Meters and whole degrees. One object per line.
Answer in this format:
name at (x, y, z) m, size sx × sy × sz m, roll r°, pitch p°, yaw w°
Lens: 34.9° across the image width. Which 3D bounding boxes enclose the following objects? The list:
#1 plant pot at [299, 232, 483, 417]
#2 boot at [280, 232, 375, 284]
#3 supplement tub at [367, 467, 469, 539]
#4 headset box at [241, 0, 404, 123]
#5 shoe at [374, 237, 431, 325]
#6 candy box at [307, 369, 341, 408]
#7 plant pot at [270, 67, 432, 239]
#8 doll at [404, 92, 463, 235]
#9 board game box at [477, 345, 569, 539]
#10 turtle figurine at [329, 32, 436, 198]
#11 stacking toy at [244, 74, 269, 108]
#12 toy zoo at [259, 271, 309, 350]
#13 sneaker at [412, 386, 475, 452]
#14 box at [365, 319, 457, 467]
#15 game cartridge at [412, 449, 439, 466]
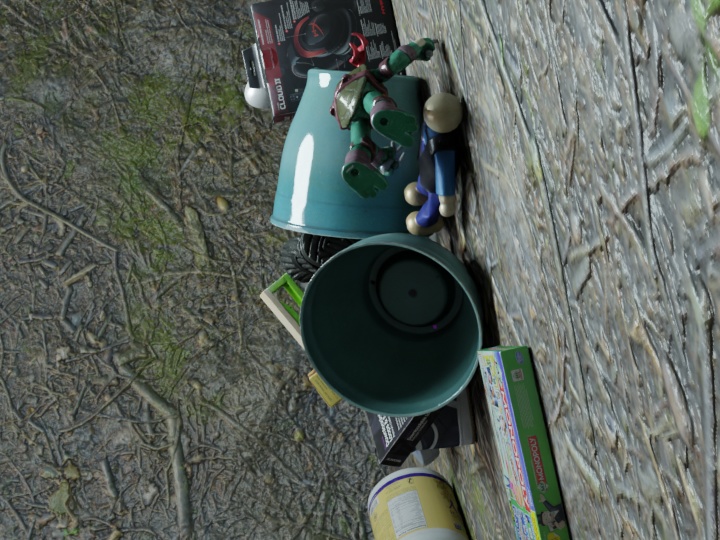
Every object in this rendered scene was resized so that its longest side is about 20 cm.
plant pot at (0.048, 0.043, 1.270) m, size 0.134 × 0.199 × 0.201 m, roll -51°, pitch -46°, yaw -64°
boot at (0.000, -0.003, 1.534) m, size 0.080 × 0.211 × 0.158 m, roll -65°, pitch 7°, yaw -15°
supplement tub at (0.097, 0.426, 1.802) m, size 0.200 × 0.145 × 0.146 m, roll -108°, pitch 7°, yaw -55°
headset box at (-0.052, -0.282, 1.490) m, size 0.075 × 0.199 × 0.149 m, roll -179°, pitch 77°, yaw -86°
shoe at (0.031, 0.047, 1.405) m, size 0.091 × 0.071 × 0.201 m, roll 29°, pitch 99°, yaw 66°
candy box at (0.018, 0.109, 1.626) m, size 0.057 × 0.200 × 0.117 m, roll 53°, pitch 175°, yaw -1°
plant pot at (-0.003, -0.144, 1.372) m, size 0.200 × 0.199 × 0.189 m, roll -120°, pitch 34°, yaw -77°
doll at (0.080, -0.113, 1.194) m, size 0.200 × 0.048 × 0.137 m, roll 98°, pitch 170°, yaw -59°
board game box at (0.156, 0.172, 1.099) m, size 0.135 × 0.029 × 0.201 m, roll 122°, pitch 137°, yaw -85°
turtle figurine at (0.019, -0.165, 1.179) m, size 0.200 × 0.100 × 0.150 m, roll -86°, pitch 7°, yaw -57°
stacking toy at (-0.068, -0.273, 1.580) m, size 0.146 × 0.200 × 0.146 m, roll 49°, pitch 157°, yaw 29°
toy zoo at (-0.028, 0.027, 1.619) m, size 0.131 × 0.200 × 0.020 m, roll 50°, pitch 150°, yaw 3°
sneaker at (0.081, 0.144, 1.475) m, size 0.070 × 0.108 × 0.201 m, roll -115°, pitch 14°, yaw -72°
box at (0.068, 0.124, 1.407) m, size 0.200 × 0.036 × 0.143 m, roll -56°, pitch 31°, yaw 30°
game cartridge at (0.063, 0.218, 1.741) m, size 0.133 × 0.041 × 0.200 m, roll 51°, pitch 170°, yaw 36°
